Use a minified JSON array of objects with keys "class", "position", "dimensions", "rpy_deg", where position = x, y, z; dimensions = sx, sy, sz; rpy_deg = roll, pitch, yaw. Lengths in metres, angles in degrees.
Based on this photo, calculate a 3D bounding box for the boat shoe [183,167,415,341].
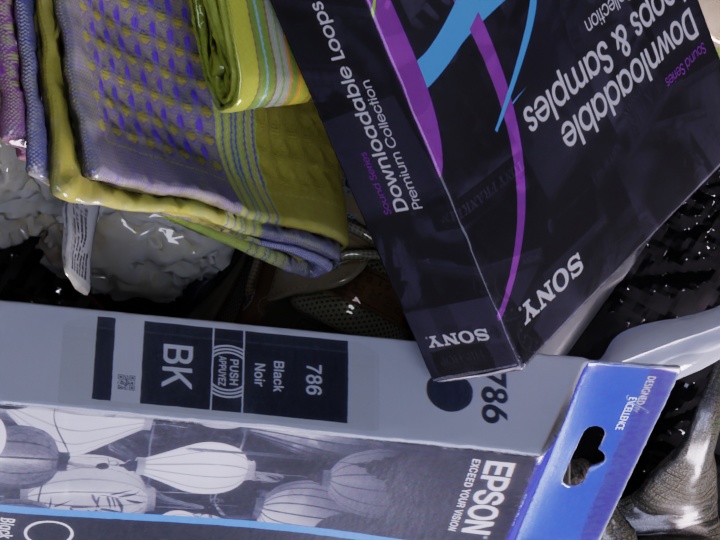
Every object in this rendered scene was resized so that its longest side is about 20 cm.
[{"class":"boat shoe","position":[0.000,0.000,0.845],"dimensions":[0.075,0.074,0.201],"rpy_deg":[20,105,-22]}]

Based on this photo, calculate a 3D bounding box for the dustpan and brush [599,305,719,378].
[{"class":"dustpan and brush","position":[0.152,-0.004,0.889],"dimensions":[0.199,0.057,0.140],"rpy_deg":[-15,142,-5]}]

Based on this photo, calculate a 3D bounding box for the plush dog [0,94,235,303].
[{"class":"plush dog","position":[-0.147,-0.059,0.786],"dimensions":[0.171,0.160,0.201],"rpy_deg":[-11,106,30]}]

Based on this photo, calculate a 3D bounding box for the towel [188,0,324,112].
[{"class":"towel","position":[0.020,-0.094,0.784],"dimensions":[0.199,0.018,0.087],"rpy_deg":[-10,93,-50]}]

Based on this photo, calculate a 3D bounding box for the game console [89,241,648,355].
[{"class":"game console","position":[0.020,-0.043,0.887],"dimensions":[0.176,0.031,0.200],"rpy_deg":[32,100,-21]}]

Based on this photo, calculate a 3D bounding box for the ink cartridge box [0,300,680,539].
[{"class":"ink cartridge box","position":[-0.016,0.058,0.784],"dimensions":[0.199,0.039,0.100],"rpy_deg":[4,142,-8]}]

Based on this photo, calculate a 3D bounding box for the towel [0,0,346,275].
[{"class":"towel","position":[-0.048,-0.103,0.758],"dimensions":[0.143,0.023,0.201],"rpy_deg":[20,64,-55]}]

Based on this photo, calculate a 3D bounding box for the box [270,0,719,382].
[{"class":"box","position":[0.031,-0.091,0.757],"dimensions":[0.143,0.036,0.201],"rpy_deg":[-42,117,-45]}]

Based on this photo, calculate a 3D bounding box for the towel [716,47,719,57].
[{"class":"towel","position":[0.182,-0.110,0.892],"dimensions":[0.199,0.023,0.145],"rpy_deg":[-8,111,-17]}]

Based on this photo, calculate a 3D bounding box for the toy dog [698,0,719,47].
[{"class":"toy dog","position":[0.148,-0.133,0.785],"dimensions":[0.096,0.132,0.201],"rpy_deg":[-12,144,-16]}]

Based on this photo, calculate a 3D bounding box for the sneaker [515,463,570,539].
[{"class":"sneaker","position":[-0.006,0.104,0.854],"dimensions":[0.106,0.075,0.201],"rpy_deg":[23,64,-12]}]

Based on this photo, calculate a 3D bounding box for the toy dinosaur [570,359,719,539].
[{"class":"toy dinosaur","position":[0.078,0.113,0.945],"dimensions":[0.102,0.077,0.201],"rpy_deg":[22,91,-39]}]
